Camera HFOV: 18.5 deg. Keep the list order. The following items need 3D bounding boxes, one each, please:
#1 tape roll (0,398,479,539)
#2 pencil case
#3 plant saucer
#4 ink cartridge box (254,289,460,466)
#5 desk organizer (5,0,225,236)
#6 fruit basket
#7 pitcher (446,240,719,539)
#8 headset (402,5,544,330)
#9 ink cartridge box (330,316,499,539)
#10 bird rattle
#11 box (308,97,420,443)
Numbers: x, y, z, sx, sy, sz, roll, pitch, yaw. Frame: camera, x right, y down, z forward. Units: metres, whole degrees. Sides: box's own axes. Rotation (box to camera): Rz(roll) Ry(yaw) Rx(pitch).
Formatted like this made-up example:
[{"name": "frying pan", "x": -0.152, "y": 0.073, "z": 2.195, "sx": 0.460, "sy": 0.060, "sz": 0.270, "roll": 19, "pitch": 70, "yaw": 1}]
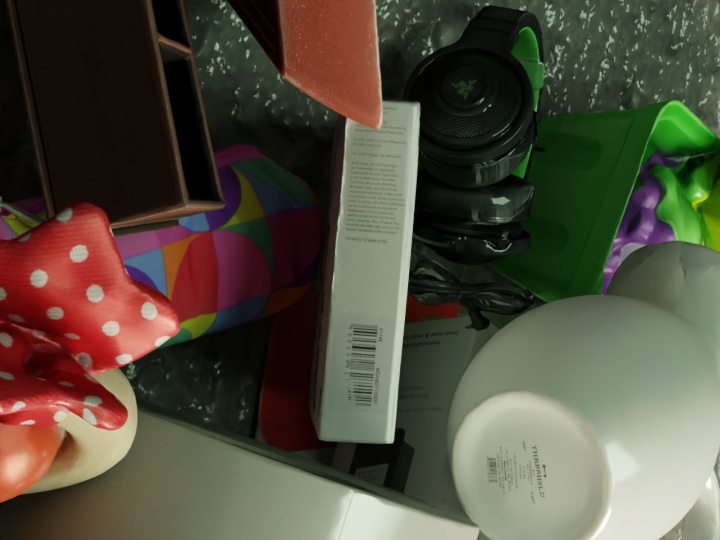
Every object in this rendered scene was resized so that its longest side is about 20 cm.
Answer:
[{"name": "tape roll", "x": -0.064, "y": 0.142, "z": 0.961, "sx": 0.202, "sy": 0.202, "sz": 0.140, "roll": 24, "pitch": 85, "yaw": -52}, {"name": "pencil case", "x": -0.105, "y": -0.004, "z": 0.953, "sx": 0.200, "sy": 0.088, "sz": 0.089, "roll": -16, "pitch": 115, "yaw": -50}, {"name": "plant saucer", "x": -0.041, "y": -0.179, "z": 0.907, "sx": 0.037, "sy": 0.200, "sz": 0.200, "roll": -11, "pitch": 117, "yaw": -13}, {"name": "ink cartridge box", "x": 0.006, "y": 0.111, "z": 1.163, "sx": 0.161, "sy": 0.050, "sz": 0.201, "roll": -1, "pitch": 105, "yaw": -51}, {"name": "desk organizer", "x": -0.091, "y": -0.117, "z": 0.877, "sx": 0.072, "sy": 0.077, "sz": 0.201, "roll": -11, "pitch": 90, "yaw": -49}, {"name": "fruit basket", "x": 0.204, "y": -0.008, "z": 1.241, "sx": 0.215, "sy": 0.215, "sz": 0.156, "roll": 32, "pitch": 77, "yaw": -51}, {"name": "pitcher", "x": 0.127, "y": 0.090, "z": 1.071, "sx": 0.200, "sy": 0.121, "sz": 0.172, "roll": -27, "pitch": 108, "yaw": -58}, {"name": "headset", "x": 0.068, "y": -0.049, "z": 1.121, "sx": 0.200, "sy": 0.094, "sz": 0.124, "roll": -60, "pitch": 155, "yaw": -46}, {"name": "ink cartridge box", "x": 0.051, "y": 0.146, "z": 1.122, "sx": 0.145, "sy": 0.083, "sz": 0.201, "roll": 36, "pitch": 59, "yaw": -38}, {"name": "bird rattle", "x": -0.151, "y": 0.042, "z": 0.826, "sx": 0.163, "sy": 0.199, "sz": 0.113, "roll": 42, "pitch": 33, "yaw": -60}, {"name": "box", "x": 0.000, "y": 0.000, "z": 1.011, "sx": 0.200, "sy": 0.036, "sz": 0.145, "roll": -170, "pitch": -95, "yaw": -86}]
